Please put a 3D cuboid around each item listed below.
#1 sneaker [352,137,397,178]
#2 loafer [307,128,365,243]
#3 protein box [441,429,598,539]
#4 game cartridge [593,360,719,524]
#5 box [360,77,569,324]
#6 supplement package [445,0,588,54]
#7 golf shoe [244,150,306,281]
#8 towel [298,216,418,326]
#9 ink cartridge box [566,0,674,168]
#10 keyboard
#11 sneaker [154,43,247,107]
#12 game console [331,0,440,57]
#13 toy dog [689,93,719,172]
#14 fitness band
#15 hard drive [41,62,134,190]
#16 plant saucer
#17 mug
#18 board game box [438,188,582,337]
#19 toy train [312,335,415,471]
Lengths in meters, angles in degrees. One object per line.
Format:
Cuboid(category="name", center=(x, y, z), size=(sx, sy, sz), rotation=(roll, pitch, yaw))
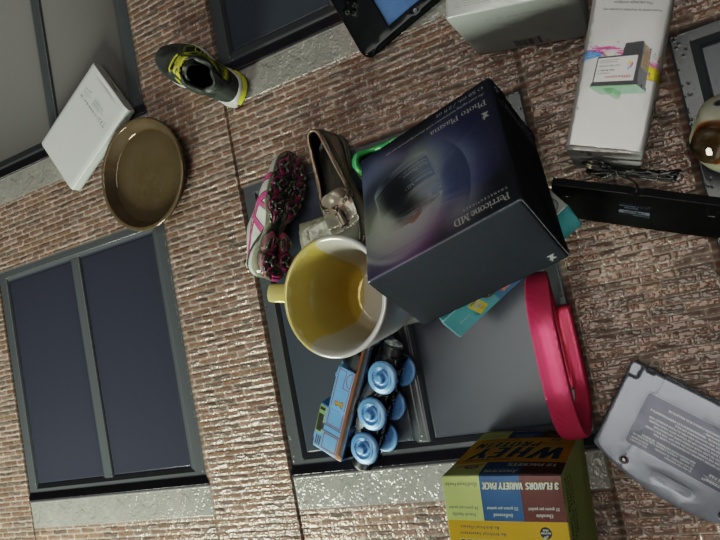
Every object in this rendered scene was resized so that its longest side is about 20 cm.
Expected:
Cuboid(category="sneaker", center=(0.078, -0.144, 0.862), size=(0.197, 0.083, 0.076), rotation=(-1, 90, 25))
Cuboid(category="loafer", center=(-0.039, -0.117, 0.909), size=(0.071, 0.063, 0.203), rotation=(-28, 65, 29))
Cuboid(category="protein box", center=(0.201, 0.313, 0.741), size=(0.133, 0.199, 0.202), rotation=(-9, 87, 25))
Cuboid(category="game cartridge", center=(0.391, 0.212, 0.739), size=(0.198, 0.041, 0.135), rotation=(28, 99, 23))
Cuboid(category="box", center=(0.112, -0.078, 0.730), size=(0.198, 0.123, 0.201), rotation=(-29, 46, 29))
Cuboid(category="supplement package", center=(0.196, -0.400, 0.764), size=(0.149, 0.150, 0.204), rotation=(-1, 90, 26))
Cuboid(category="golf shoe", center=(-0.145, -0.089, 0.976), size=(0.091, 0.072, 0.203), rotation=(14, 92, 44))
Cuboid(category="towel", center=(0.000, 0.000, 0.929), size=(0.197, 0.034, 0.196), rotation=(-15, 84, 26))
Cuboid(category="ink cartridge box", center=(0.302, -0.225, 0.717), size=(0.083, 0.144, 0.204), rotation=(11, 95, 23))
Cuboid(category="keyboard", center=(0.323, -0.088, 0.727), size=(0.197, 0.127, 0.021), rotation=(11, 68, 25))
Cuboid(category="sneaker", center=(-0.278, -0.338, 1.033), size=(0.198, 0.084, 0.075), rotation=(27, 101, 23))
Cuboid(category="game console", center=(0.043, -0.442, 0.905), size=(0.199, 0.031, 0.179), rotation=(-33, 76, 23))
Cuboid(category="toy dog", center=(0.460, -0.132, 0.663), size=(0.199, 0.139, 0.196), rotation=(32, 140, 21))
Cuboid(category="fitness band", center=(0.239, 0.101, 0.752), size=(0.037, 0.143, 0.203), rotation=(-15, 84, 26))
Cuboid(category="hard drive", center=(-0.523, -0.273, 1.186), size=(0.200, 0.026, 0.132), rotation=(-46, 72, 19))
Cuboid(category="plant saucer", center=(-0.387, -0.172, 1.120), size=(0.197, 0.029, 0.204), rotation=(0, 90, 26))
Cuboid(category="mug", center=(-0.013, 0.023, 0.836), size=(0.186, 0.153, 0.151), rotation=(36, 105, 24))
Cuboid(category="board game box", center=(0.154, -0.039, 0.792), size=(0.200, 0.047, 0.152), rotation=(-45, 40, 11))
Cuboid(category="toy train", center=(0.004, 0.185, 0.898), size=(0.113, 0.086, 0.203), rotation=(20, 104, 29))
